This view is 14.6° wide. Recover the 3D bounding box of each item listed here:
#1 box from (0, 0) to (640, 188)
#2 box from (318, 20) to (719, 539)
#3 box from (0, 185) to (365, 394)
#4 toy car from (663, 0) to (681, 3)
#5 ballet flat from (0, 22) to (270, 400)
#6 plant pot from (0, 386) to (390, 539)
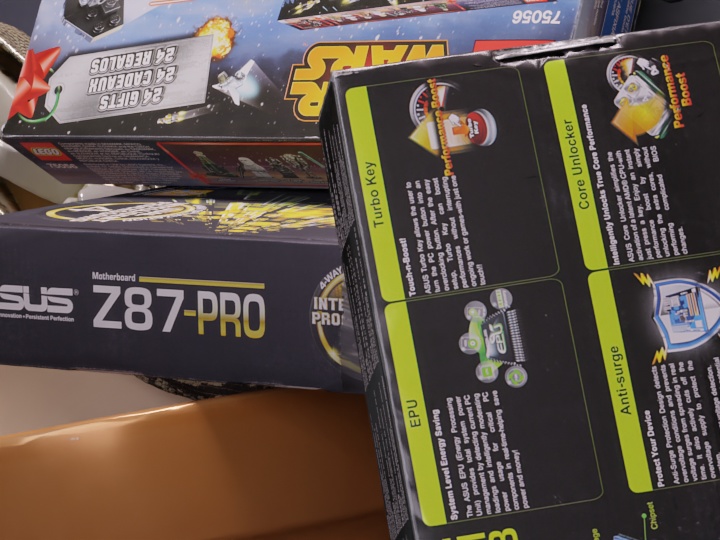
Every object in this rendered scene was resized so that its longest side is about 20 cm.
[{"bbox_3d":[-0.007,-0.094,0.874,0.200,0.040,0.137,3,68,32],"label":"box"},{"bbox_3d":[0.099,0.035,0.715,0.193,0.048,0.200,-9,76,-7],"label":"box"},{"bbox_3d":[0.000,0.000,0.865,0.161,0.200,0.049,6,99,30],"label":"box"},{"bbox_3d":[0.041,-0.171,0.942,0.164,0.158,0.200,-18,89,48],"label":"toy car"},{"bbox_3d":[-0.106,-0.026,0.997,0.068,0.075,0.200,-48,62,6],"label":"ballet flat"},{"bbox_3d":[-0.054,0.113,0.876,0.200,0.200,0.140,-12,86,21],"label":"plant pot"}]
